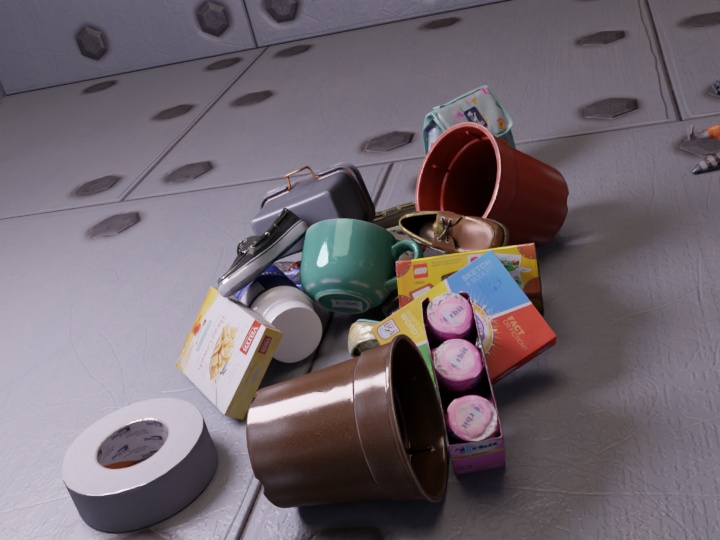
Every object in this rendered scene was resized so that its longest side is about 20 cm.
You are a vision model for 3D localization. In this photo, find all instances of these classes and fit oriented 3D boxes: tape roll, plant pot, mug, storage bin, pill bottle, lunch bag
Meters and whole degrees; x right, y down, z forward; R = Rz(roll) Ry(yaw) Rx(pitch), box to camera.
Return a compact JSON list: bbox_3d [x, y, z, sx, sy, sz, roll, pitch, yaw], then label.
[{"bbox_3d":[-0.300,0.260,1.244,0.200,0.066,0.200,-12,26,6],"label":"tape roll"},{"bbox_3d":[-0.018,0.196,1.105,0.198,0.200,0.200,-15,26,18],"label":"plant pot"},{"bbox_3d":[-0.011,-0.002,1.451,0.185,0.152,0.115,-21,54,48],"label":"mug"},{"bbox_3d":[-0.094,-0.100,1.580,0.200,0.146,0.134,-20,12,18],"label":"storage bin"},{"bbox_3d":[-0.143,0.066,1.476,0.116,0.116,0.200,-24,29,-17],"label":"pill bottle"},{"bbox_3d":[0.230,-0.125,1.522,0.195,0.201,0.201,11,10,-35],"label":"plant pot"},{"bbox_3d":[0.213,-0.248,1.796,0.170,0.200,0.122,-30,31,-29],"label":"lunch bag"}]

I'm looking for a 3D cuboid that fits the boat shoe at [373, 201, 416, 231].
[{"bbox_3d":[0.024,-0.083,1.704,0.201,0.072,0.060,-11,72,-1],"label":"boat shoe"}]

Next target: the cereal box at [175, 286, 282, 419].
[{"bbox_3d":[-0.205,0.122,1.393,0.200,0.039,0.144,27,93,54],"label":"cereal box"}]

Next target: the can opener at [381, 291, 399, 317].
[{"bbox_3d":[0.128,0.030,1.490,0.200,0.067,0.053,-37,36,-13],"label":"can opener"}]

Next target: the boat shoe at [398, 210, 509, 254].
[{"bbox_3d":[0.137,-0.054,1.402,0.068,0.072,0.200,16,-5,-38],"label":"boat shoe"}]

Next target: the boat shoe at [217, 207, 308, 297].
[{"bbox_3d":[-0.163,-0.030,1.446,0.200,0.057,0.069,-42,-3,-37],"label":"boat shoe"}]

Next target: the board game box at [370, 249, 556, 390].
[{"bbox_3d":[0.138,0.088,1.229,0.200,0.040,0.153,-34,70,-4],"label":"board game box"}]

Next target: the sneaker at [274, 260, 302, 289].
[{"bbox_3d":[-0.073,-0.010,1.624,0.200,0.079,0.075,-3,29,22],"label":"sneaker"}]

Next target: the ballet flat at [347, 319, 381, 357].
[{"bbox_3d":[0.071,0.111,1.350,0.200,0.071,0.071,0,31,26],"label":"ballet flat"}]

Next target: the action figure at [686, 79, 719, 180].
[{"bbox_3d":[0.689,-0.254,1.681,0.193,0.105,0.200,-19,52,-18],"label":"action figure"}]

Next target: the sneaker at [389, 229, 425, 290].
[{"bbox_3d":[0.078,-0.027,1.588,0.093,0.070,0.200,-27,26,-10],"label":"sneaker"}]

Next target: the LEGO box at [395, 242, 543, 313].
[{"bbox_3d":[0.166,0.026,1.352,0.200,0.077,0.149,-8,-15,12],"label":"LEGO box"}]

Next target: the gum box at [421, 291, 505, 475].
[{"bbox_3d":[0.125,0.134,1.118,0.066,0.114,0.200,-12,60,4],"label":"gum box"}]
